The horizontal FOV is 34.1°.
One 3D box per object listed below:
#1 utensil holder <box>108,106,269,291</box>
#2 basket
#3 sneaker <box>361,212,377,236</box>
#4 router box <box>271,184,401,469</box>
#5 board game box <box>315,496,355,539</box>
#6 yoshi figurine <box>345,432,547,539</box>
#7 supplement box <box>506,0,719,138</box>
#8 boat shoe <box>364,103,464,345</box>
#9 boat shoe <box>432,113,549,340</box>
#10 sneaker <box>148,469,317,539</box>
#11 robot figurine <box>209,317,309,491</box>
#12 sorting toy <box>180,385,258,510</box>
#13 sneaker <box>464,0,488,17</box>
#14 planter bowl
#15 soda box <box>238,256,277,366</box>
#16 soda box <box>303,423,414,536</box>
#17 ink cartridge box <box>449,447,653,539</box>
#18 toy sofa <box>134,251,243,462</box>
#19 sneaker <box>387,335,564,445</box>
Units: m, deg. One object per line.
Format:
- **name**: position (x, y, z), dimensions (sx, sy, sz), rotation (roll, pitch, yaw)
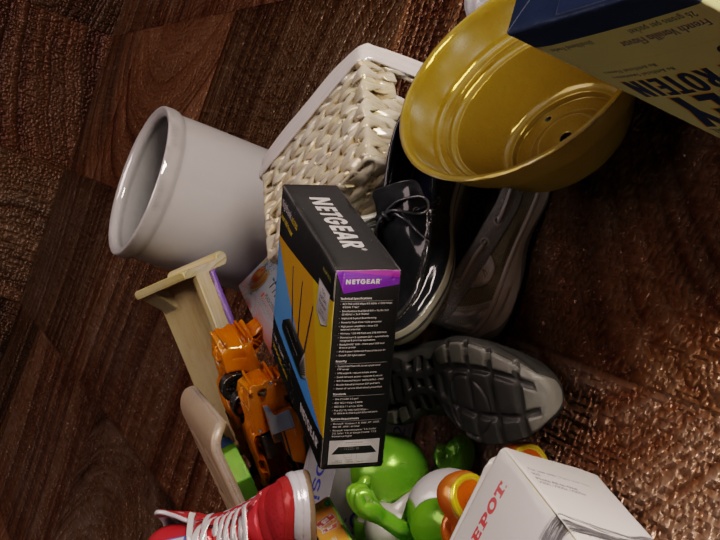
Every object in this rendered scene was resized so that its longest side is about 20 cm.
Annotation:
- **utensil holder**: position (-0.156, -0.066, 1.299), dimensions (0.170, 0.199, 0.171), rotation (-44, 35, 43)
- **basket**: position (0.008, -0.083, 1.057), dimensions (0.200, 0.135, 0.124), rotation (-42, 41, 46)
- **sneaker**: position (0.000, 0.000, 1.007), dimensions (0.200, 0.081, 0.077), rotation (-33, 41, 24)
- **router box**: position (-0.024, 0.034, 0.881), dimensions (0.200, 0.051, 0.150), rotation (-125, 38, -65)
- **board game box**: position (0.012, 0.239, 0.816), dimensions (0.030, 0.096, 0.200), rotation (-31, 19, -8)
- **yoshi figurine**: position (0.045, 0.157, 0.851), dimensions (0.200, 0.112, 0.112), rotation (-30, 31, 58)
- **supplement box**: position (0.216, -0.186, 0.615), dimensions (0.134, 0.199, 0.201), rotation (3, 75, 64)
- **boat shoe**: position (0.037, -0.040, 0.891), dimensions (0.074, 0.062, 0.201), rotation (-9, 58, 46)
- **boat shoe**: position (0.098, -0.048, 0.921), dimensions (0.074, 0.064, 0.203), rotation (-2, 70, 63)
- **sneaker**: position (-0.101, 0.203, 0.893), dimensions (0.200, 0.112, 0.072), rotation (118, 151, -57)
- **robot figurine**: position (-0.080, 0.150, 1.055), dimensions (0.145, 0.058, 0.201), rotation (48, 157, 51)
- **sorting toy**: position (-0.110, 0.212, 1.081), dimensions (0.185, 0.036, 0.201), rotation (-163, 53, -72)
- **sneaker**: position (0.145, -0.253, 0.957), dimensions (0.200, 0.075, 0.115), rotation (-60, 29, 31)
- **planter bowl**: position (0.132, -0.118, 0.844), dimensions (0.200, 0.083, 0.201), rotation (-24, 41, 23)
- **soda box**: position (-0.059, 0.052, 1.154), dimensions (0.064, 0.068, 0.200), rotation (-44, 29, 5)
- **soda box**: position (-0.019, 0.214, 0.978), dimensions (0.068, 0.063, 0.201), rotation (-6, 68, 64)
- **ink cartridge box**: position (0.119, 0.217, 0.664), dimensions (0.147, 0.084, 0.200), rotation (-65, 25, 15)
- **toy sofa**: position (-0.138, 0.086, 1.198), dimensions (0.083, 0.097, 0.201), rotation (-20, 92, 41)
- **sneaker**: position (0.081, 0.074, 0.845), dimensions (0.200, 0.079, 0.076), rotation (2, 104, 56)
